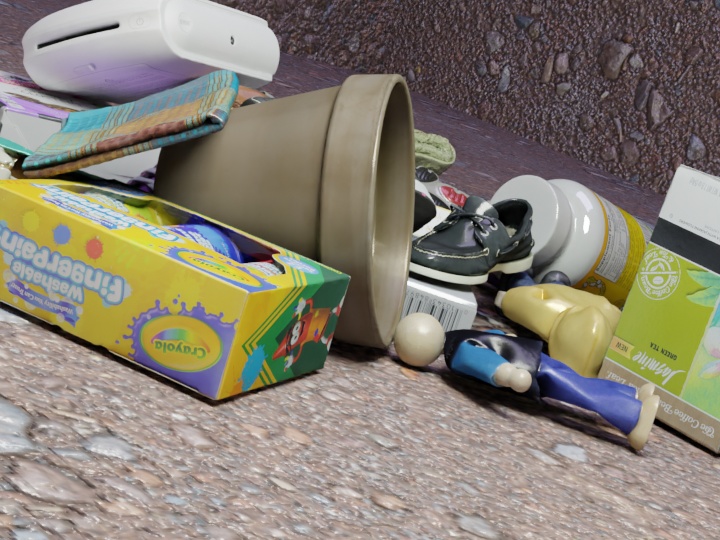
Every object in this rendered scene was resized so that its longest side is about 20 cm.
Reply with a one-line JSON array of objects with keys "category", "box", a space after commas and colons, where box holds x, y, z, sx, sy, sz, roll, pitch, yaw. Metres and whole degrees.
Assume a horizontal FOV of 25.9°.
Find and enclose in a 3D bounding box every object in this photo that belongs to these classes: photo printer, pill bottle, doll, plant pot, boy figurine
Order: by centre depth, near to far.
[{"category": "doll", "box": [0.119, 0.074, 1.155, 0.198, 0.049, 0.136, 20, 10, 4]}, {"category": "plant pot", "box": [-0.056, -0.049, 1.165, 0.171, 0.203, 0.200, 4, 8, 11]}, {"category": "boy figurine", "box": [0.182, 0.045, 1.366, 0.123, 0.065, 0.200, 14, 12, -15]}, {"category": "photo printer", "box": [-0.190, -0.196, 1.397, 0.164, 0.071, 0.199, -8, -5, 28]}, {"category": "pill bottle", "box": [0.208, -0.023, 1.535, 0.112, 0.114, 0.199, 27, 2, 40]}]

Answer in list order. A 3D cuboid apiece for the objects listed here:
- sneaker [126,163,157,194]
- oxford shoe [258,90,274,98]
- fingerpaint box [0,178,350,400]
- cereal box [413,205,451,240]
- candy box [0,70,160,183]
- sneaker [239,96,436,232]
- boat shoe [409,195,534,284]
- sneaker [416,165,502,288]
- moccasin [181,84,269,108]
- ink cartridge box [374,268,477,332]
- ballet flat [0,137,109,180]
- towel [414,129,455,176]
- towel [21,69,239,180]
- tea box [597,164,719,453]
[{"category": "sneaker", "box": [-0.152, -0.076, 1.265, 0.072, 0.116, 0.200, 25, 16, 28]}, {"category": "oxford shoe", "box": [-0.117, -0.115, 1.519, 0.058, 0.075, 0.201, 44, 33, -11]}, {"category": "fingerpaint box", "box": [-0.130, 0.004, 1.012, 0.198, 0.074, 0.167, 22, 11, 19]}, {"category": "cereal box", "box": [-0.003, -0.050, 1.479, 0.198, 0.040, 0.144, 18, -11, 3]}, {"category": "candy box", "box": [-0.276, -0.116, 1.368, 0.166, 0.072, 0.199, 11, 13, -36]}, {"category": "sneaker", "box": [-0.028, -0.096, 1.301, 0.199, 0.080, 0.087, 29, 33, -38]}, {"category": "boat shoe", "box": [0.099, -0.032, 1.347, 0.074, 0.067, 0.198, 23, 17, 32]}, {"category": "sneaker", "box": [0.091, -0.035, 1.591, 0.199, 0.084, 0.081, 33, 47, -2]}, {"category": "moccasin", "box": [-0.084, -0.100, 1.372, 0.200, 0.074, 0.078, 33, 37, -1]}, {"category": "ink cartridge box", "box": [0.000, 0.000, 1.343, 0.197, 0.041, 0.200, 19, 9, -1]}, {"category": "ballet flat", "box": [-0.242, -0.059, 1.131, 0.198, 0.068, 0.070, 17, -10, -17]}, {"category": "towel", "box": [-0.010, -0.099, 1.602, 0.198, 0.148, 0.037, 9, 50, -42]}, {"category": "towel", "box": [-0.160, -0.107, 1.128, 0.145, 0.022, 0.200, -16, 14, 2]}, {"category": "tea box", "box": [0.326, 0.036, 1.293, 0.133, 0.199, 0.199, 28, 13, 40]}]
